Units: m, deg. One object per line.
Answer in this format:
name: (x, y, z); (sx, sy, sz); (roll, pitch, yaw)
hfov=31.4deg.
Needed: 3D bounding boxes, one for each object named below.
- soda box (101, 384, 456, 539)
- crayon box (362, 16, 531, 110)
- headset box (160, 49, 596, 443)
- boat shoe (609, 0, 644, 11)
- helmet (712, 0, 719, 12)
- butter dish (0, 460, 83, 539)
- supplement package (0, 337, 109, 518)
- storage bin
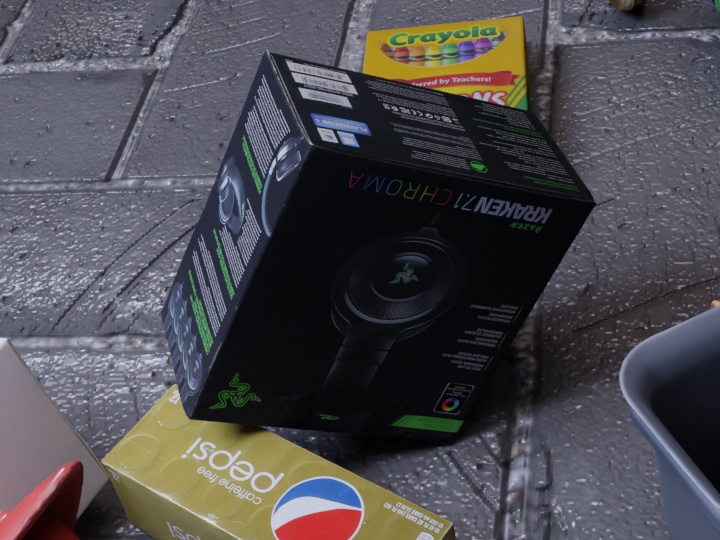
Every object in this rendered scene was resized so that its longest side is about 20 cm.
soda box: (-0.045, 0.140, 0.706); (0.200, 0.064, 0.068); (21, 53, 31)
crayon box: (0.065, -0.131, 0.972); (0.127, 0.051, 0.200); (-5, 43, 9)
headset box: (0.000, 0.000, 0.717); (0.174, 0.200, 0.093); (9, 36, -27)
boat shoe: (0.240, -0.287, 1.082); (0.072, 0.072, 0.200); (-4, 38, 11)
helmet: (0.336, -0.246, 0.928); (0.200, 0.191, 0.200); (-2, 83, 17)
butter dish: (-0.150, 0.221, 0.587); (0.148, 0.199, 0.200); (33, 56, 3)
supplement package: (-0.260, 0.141, 0.698); (0.121, 0.120, 0.200); (3, 43, 39)
storage bin: (0.235, 0.084, 0.647); (0.200, 0.134, 0.146); (-23, 44, -12)
